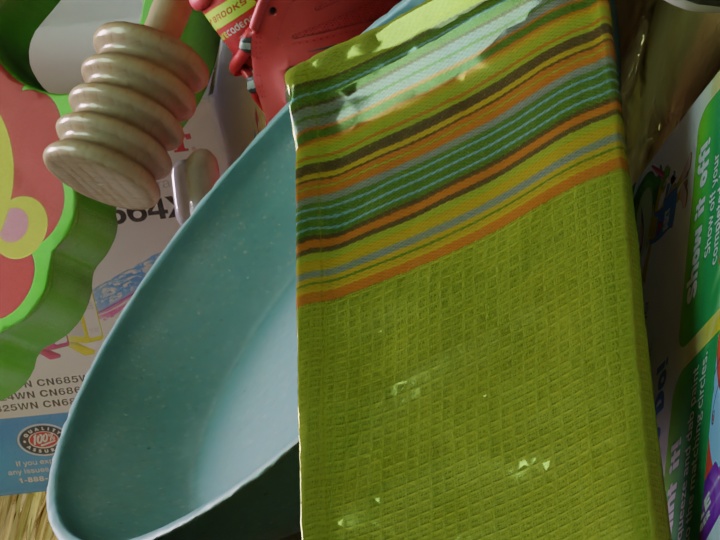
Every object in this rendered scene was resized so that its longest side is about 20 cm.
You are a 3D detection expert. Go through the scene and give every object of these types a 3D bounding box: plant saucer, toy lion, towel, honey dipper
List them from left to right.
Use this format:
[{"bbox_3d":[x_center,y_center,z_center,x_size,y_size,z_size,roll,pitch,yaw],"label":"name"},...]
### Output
[{"bbox_3d":[-0.133,-0.053,0.917,0.069,0.200,0.192,30,-141,-62],"label":"toy lion"},{"bbox_3d":[-0.042,-0.114,0.835,0.038,0.038,0.200,135,158,-70],"label":"honey dipper"},{"bbox_3d":[0.000,0.000,0.686,0.200,0.036,0.200,-42,20,19],"label":"plant saucer"},{"bbox_3d":[0.020,0.014,0.560,0.086,0.018,0.200,-29,42,27],"label":"towel"}]

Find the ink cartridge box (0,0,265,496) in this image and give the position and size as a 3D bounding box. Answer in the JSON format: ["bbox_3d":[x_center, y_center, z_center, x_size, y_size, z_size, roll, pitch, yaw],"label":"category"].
[{"bbox_3d":[-0.100,-0.033,1.050,0.125,0.128,0.200,-88,-10,-53],"label":"ink cartridge box"}]

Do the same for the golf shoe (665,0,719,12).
[{"bbox_3d":[0.088,-0.102,0.643,0.200,0.077,0.088,-74,-2,-54],"label":"golf shoe"}]

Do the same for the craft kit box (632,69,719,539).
[{"bbox_3d":[0.080,0.046,0.523,0.198,0.048,0.200,129,155,-59],"label":"craft kit box"}]

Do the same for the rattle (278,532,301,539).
[{"bbox_3d":[0.046,0.087,0.691,0.200,0.143,0.130,-47,2,-42],"label":"rattle"}]

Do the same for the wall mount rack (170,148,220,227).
[{"bbox_3d":[-0.072,0.054,0.862,0.174,0.075,0.200,-57,7,-3],"label":"wall mount rack"}]

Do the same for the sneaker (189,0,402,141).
[{"bbox_3d":[-0.013,-0.061,0.805,0.077,0.085,0.200,-171,94,-73],"label":"sneaker"}]
